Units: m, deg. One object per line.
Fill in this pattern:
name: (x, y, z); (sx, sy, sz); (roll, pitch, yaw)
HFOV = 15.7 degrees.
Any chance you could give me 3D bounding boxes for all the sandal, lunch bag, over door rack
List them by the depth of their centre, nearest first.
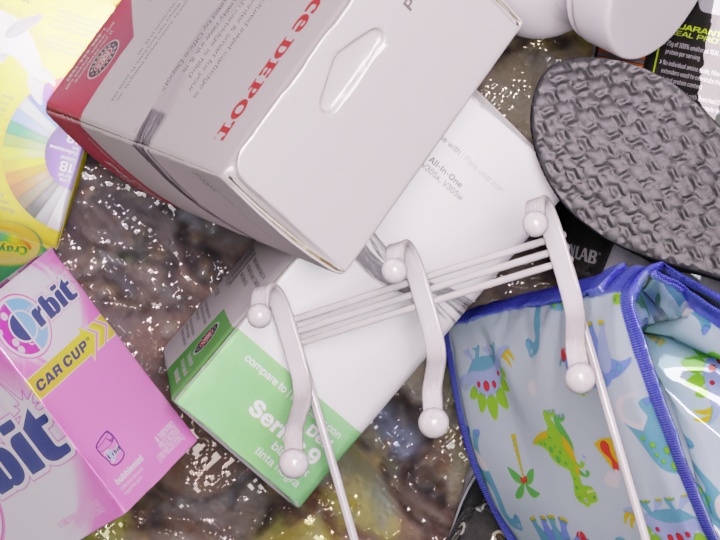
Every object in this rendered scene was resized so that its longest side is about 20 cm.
over door rack: (0.047, 0.084, 1.138); (0.147, 0.067, 0.201); (-17, 99, 18)
sandal: (0.162, -0.027, 1.185); (0.200, 0.048, 0.076); (31, 88, 0)
lunch bag: (0.141, 0.088, 1.229); (0.127, 0.170, 0.200); (-45, 105, -28)

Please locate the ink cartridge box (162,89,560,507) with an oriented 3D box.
ink cartridge box: (0.000, 0.000, 1.251); (0.084, 0.146, 0.200); (40, 93, -9)

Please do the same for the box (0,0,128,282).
box: (-0.182, -0.097, 1.280); (0.117, 0.048, 0.201); (17, 92, -6)

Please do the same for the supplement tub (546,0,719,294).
supplement tub: (0.168, -0.080, 1.267); (0.122, 0.123, 0.201); (12, 95, -5)

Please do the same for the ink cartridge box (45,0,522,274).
ink cartridge box: (-0.040, -0.093, 1.195); (0.083, 0.200, 0.147); (41, 81, -31)

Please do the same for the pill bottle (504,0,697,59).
pill bottle: (0.063, -0.178, 1.210); (0.199, 0.112, 0.113); (31, 94, 30)

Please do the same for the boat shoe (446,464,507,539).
boat shoe: (0.066, 0.159, 1.315); (0.068, 0.057, 0.201); (28, 91, -7)

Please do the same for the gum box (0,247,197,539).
gum box: (-0.185, 0.088, 1.240); (0.200, 0.066, 0.114); (-32, 98, 41)
